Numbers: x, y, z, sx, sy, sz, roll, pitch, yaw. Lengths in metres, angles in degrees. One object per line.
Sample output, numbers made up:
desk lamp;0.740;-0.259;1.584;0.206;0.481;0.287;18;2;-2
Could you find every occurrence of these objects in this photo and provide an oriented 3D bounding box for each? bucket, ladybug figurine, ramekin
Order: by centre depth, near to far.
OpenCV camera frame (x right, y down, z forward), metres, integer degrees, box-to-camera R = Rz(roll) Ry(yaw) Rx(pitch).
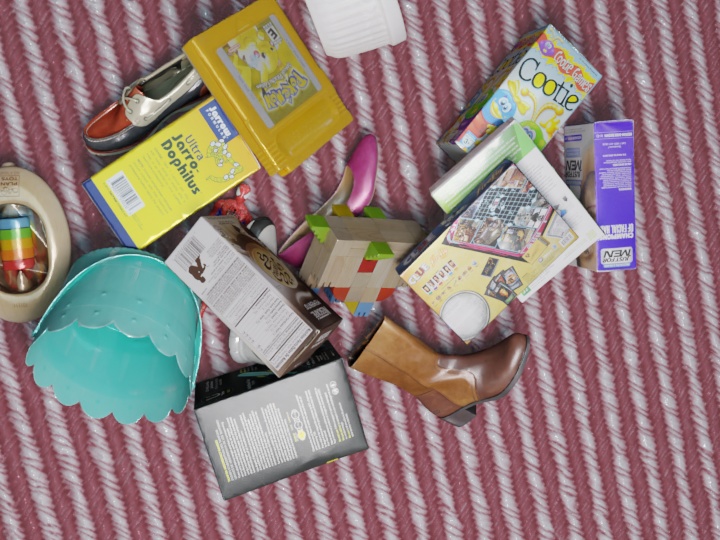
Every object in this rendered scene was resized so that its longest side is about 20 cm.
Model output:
bucket;-0.294;0.079;1.146;0.204;0.136;0.209;3;139;2
ramekin;-0.025;-0.365;1.160;0.104;0.200;0.202;-22;99;3
ladybug figurine;-0.437;-0.037;1.184;0.134;0.072;0.203;-1;97;-9

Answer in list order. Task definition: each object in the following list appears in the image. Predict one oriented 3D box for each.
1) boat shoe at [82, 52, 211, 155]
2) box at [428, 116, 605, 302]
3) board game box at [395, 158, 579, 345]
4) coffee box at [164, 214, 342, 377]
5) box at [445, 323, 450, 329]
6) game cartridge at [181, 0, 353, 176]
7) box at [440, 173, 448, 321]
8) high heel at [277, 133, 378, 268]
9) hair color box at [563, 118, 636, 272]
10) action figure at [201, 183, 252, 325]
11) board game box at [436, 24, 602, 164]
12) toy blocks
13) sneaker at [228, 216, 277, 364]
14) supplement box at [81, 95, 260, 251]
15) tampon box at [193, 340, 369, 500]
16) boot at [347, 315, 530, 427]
boat shoe;-0.271;-0.219;1.186;0.198;0.063;0.072;-31;64;-7
box;0.204;-0.077;1.207;0.144;0.036;0.200;-39;108;9
board game box;0.160;-0.023;1.177;0.200;0.035;0.135;-44;107;6
coffee box;-0.129;0.027;1.141;0.200;0.113;0.080;43;102;6
box;0.174;-0.022;1.303;0.199;0.048;0.122;-39;99;-4
game cartridge;-0.112;-0.238;1.187;0.201;0.032;0.176;54;46;-11
box;0.133;-0.030;1.251;0.038;0.041;0.203;1;94;-9
high heel;-0.042;-0.095;1.249;0.095;0.067;0.202;14;107;-21
hair color box;0.332;-0.105;1.289;0.064;0.109;0.203;-5;96;-9
action figure;-0.194;-0.024;1.241;0.065;0.052;0.202;24;90;-6
board game box;0.212;-0.218;1.259;0.103;0.105;0.201;40;88;-12
toy blocks;0.000;0.000;1.231;0.198;0.100;0.138;1;130;-32
sneaker;-0.124;0.030;1.233;0.079;0.073;0.203;10;103;29
supplement box;-0.240;-0.122;1.189;0.199;0.109;0.110;-35;100;-4
tampon box;-0.109;0.193;1.225;0.197;0.150;0.128;-18;98;-7
boot;0.108;0.111;1.263;0.199;0.069;0.188;32;130;-17
